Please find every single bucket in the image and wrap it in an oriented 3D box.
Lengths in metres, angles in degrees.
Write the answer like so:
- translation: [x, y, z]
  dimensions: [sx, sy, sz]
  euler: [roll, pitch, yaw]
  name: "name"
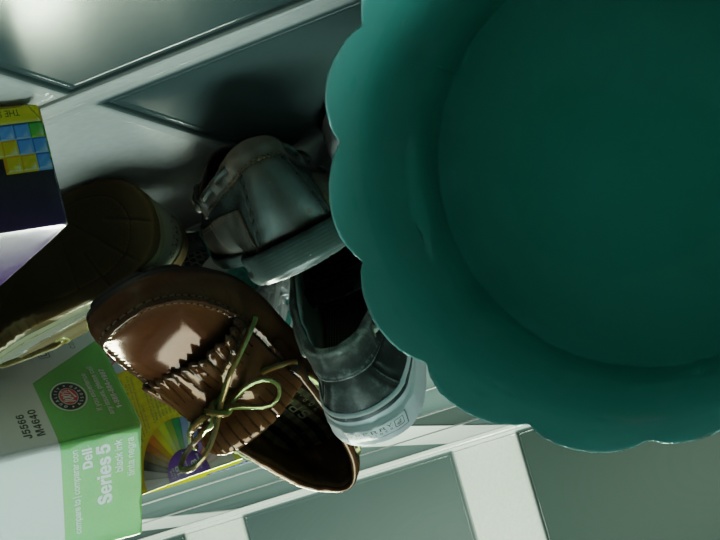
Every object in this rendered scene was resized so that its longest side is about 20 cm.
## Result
- translation: [0.098, -0.043, 0.711]
  dimensions: [0.207, 0.208, 0.135]
  euler: [-19, 179, 16]
  name: "bucket"

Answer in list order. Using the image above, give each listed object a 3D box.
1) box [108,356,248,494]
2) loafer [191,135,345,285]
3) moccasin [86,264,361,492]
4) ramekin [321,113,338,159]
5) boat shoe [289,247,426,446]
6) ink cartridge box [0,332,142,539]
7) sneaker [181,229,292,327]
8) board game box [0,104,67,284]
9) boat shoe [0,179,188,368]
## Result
- translation: [-0.096, 0.071, 1.247]
  dimensions: [0.200, 0.118, 0.048]
  euler: [-21, 173, 30]
  name: "box"
- translation: [-0.045, -0.039, 0.904]
  dimensions: [0.072, 0.063, 0.200]
  euler: [-29, -170, -7]
  name: "loafer"
- translation: [-0.062, 0.060, 0.951]
  dimensions: [0.074, 0.078, 0.201]
  euler: [-29, 143, 10]
  name: "moccasin"
- translation: [0.090, -0.054, 0.920]
  dimensions: [0.202, 0.094, 0.202]
  euler: [-16, 170, -3]
  name: "ramekin"
- translation: [0.000, 0.000, 0.977]
  dimensions: [0.072, 0.071, 0.200]
  euler: [-17, -145, 6]
  name: "boat shoe"
- translation: [-0.232, 0.089, 1.017]
  dimensions: [0.200, 0.146, 0.084]
  euler: [-12, 130, -22]
  name: "ink cartridge box"
- translation: [-0.085, 0.003, 1.081]
  dimensions: [0.091, 0.078, 0.200]
  euler: [9, 180, 10]
  name: "sneaker"
- translation: [-0.236, -0.003, 0.809]
  dimensions: [0.165, 0.057, 0.200]
  euler: [-9, 168, -30]
  name: "board game box"
- translation: [-0.175, 0.017, 0.960]
  dimensions: [0.200, 0.074, 0.066]
  euler: [-19, 164, 19]
  name: "boat shoe"
